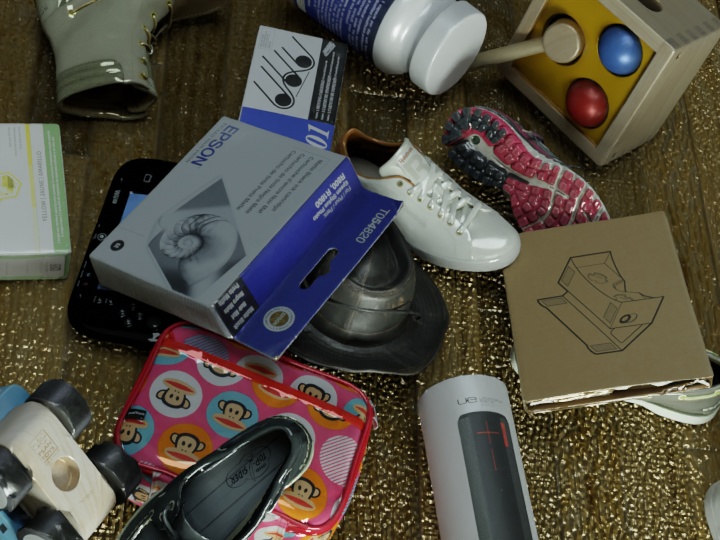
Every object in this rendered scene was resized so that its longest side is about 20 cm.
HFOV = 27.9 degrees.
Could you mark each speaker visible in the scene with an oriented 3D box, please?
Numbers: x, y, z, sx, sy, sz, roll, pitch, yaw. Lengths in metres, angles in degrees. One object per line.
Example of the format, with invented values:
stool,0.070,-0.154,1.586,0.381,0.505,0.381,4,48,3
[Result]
speaker,0.100,0.189,1.192,0.080,0.082,0.202,1,55,-13

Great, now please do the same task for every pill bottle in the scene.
pill bottle,0.024,-0.270,1.461,0.200,0.116,0.115,39,56,22

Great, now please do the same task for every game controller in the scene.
game controller,-0.189,-0.018,1.289,0.103,0.042,0.201,15,53,-4

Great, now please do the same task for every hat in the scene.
hat,0.000,0.000,1.272,0.198,0.081,0.202,11,36,-8

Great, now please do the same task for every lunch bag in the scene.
lunch bag,-0.092,0.131,1.190,0.198,0.082,0.177,21,49,0

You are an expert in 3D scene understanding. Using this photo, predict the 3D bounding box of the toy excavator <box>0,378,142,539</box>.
toy excavator,-0.298,0.142,1.118,0.195,0.199,0.100,55,45,-19

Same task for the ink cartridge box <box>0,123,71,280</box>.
ink cartridge box,-0.360,-0.059,1.274,0.198,0.048,0.147,-1,57,-18

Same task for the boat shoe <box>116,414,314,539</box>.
boat shoe,-0.115,0.181,1.072,0.199,0.066,0.075,-36,83,-7

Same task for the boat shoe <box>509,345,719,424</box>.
boat shoe,0.237,0.084,1.309,0.199,0.060,0.073,13,55,-3

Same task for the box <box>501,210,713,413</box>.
box,0.214,0.033,1.297,0.162,0.021,0.201,-9,45,5

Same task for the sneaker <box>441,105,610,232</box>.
sneaker,0.173,-0.092,1.412,0.200,0.081,0.075,46,27,10

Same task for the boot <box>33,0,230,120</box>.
boot,-0.208,-0.224,1.410,0.198,0.072,0.156,-9,58,-14

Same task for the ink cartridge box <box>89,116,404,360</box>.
ink cartridge box,-0.096,-0.035,1.233,0.199,0.041,0.200,20,55,29

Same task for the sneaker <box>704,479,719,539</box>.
sneaker,0.352,0.243,1.195,0.073,0.116,0.202,-6,59,-20

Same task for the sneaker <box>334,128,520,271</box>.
sneaker,0.058,-0.067,1.341,0.199,0.085,0.073,26,58,15

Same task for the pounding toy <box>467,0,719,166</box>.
pounding toy,0.216,-0.222,1.461,0.142,0.185,0.200,-27,65,-42

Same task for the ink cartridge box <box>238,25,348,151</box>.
ink cartridge box,-0.071,-0.144,1.404,0.093,0.044,0.202,11,54,-4
